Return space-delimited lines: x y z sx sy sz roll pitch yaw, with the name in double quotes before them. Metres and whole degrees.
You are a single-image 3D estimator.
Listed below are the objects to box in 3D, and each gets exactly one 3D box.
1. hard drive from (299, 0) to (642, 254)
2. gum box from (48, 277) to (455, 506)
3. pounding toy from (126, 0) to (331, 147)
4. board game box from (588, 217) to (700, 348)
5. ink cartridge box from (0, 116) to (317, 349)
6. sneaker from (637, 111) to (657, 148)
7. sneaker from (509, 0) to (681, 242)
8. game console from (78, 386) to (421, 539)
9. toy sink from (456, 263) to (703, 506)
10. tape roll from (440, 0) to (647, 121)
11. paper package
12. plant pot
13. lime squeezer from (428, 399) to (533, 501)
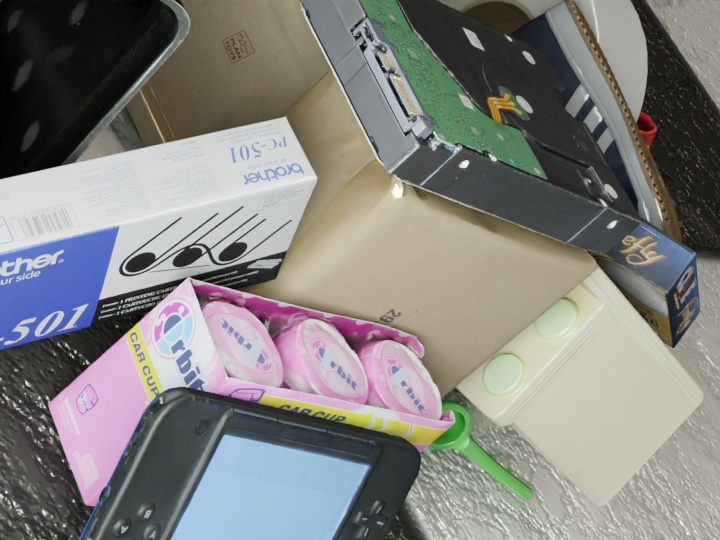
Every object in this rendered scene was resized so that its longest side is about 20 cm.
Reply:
"hard drive" 0.061 -0.088 1.211 0.200 0.038 0.140 18 37 -49
"gum box" -0.051 0.078 1.178 0.200 0.113 0.066 16 41 -50
"pounding toy" -0.080 -0.151 1.398 0.185 0.200 0.142 65 26 -2
"board game box" 0.133 -0.033 1.462 0.200 0.035 0.136 35 -8 17
"ink cartridge box" -0.127 -0.014 1.103 0.200 0.094 0.044 -15 62 -26
"sneaker" 0.215 -0.052 1.775 0.200 0.115 0.078 44 26 -12
"sneaker" 0.140 -0.078 1.516 0.200 0.108 0.070 68 11 18
"game console" -0.037 0.169 1.084 0.200 0.171 0.118 17 14 -49
"toy sink" 0.106 0.042 1.401 0.130 0.112 0.200 42 -2 43
"tape roll" 0.112 -0.143 1.641 0.071 0.202 0.203 15 41 -50
"paper package" 0.000 0.000 1.266 0.190 0.200 0.104 19 38 -45
"plant pot" -0.230 -0.146 1.132 0.199 0.200 0.178 36 17 -25
"lime squeezer" 0.039 0.085 1.419 0.200 0.038 0.071 47 -5 -3
